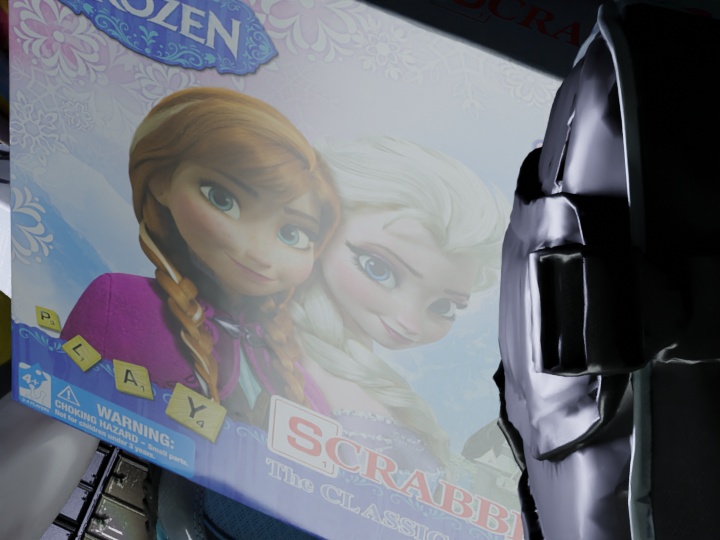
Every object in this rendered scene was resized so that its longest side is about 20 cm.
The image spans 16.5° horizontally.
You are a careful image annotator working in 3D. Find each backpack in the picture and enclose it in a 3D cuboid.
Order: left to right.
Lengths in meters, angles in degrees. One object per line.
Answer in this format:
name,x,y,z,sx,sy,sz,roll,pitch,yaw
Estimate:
backpack,0.093,0.029,0.462,0.149,0.179,0.200,-5,-176,-4

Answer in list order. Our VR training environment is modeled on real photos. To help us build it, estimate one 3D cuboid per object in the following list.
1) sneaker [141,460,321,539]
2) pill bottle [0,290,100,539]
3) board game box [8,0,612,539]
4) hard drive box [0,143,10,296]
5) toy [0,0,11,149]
sneaker,0.029,0.087,0.779,0.199,0.080,0.095,25,147,-22
pill bottle,-0.191,0.022,0.837,0.200,0.112,0.112,37,178,13
board game box,-0.002,-0.006,0.670,0.199,0.041,0.200,22,136,16
hard drive box,-0.106,0.006,1.111,0.155,0.077,0.199,2,-163,-43
toy,-0.108,-0.095,0.700,0.200,0.047,0.116,32,-144,-67
